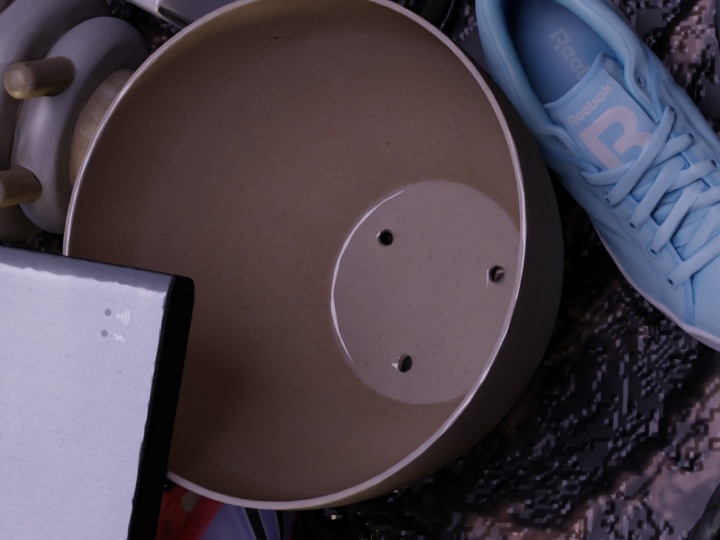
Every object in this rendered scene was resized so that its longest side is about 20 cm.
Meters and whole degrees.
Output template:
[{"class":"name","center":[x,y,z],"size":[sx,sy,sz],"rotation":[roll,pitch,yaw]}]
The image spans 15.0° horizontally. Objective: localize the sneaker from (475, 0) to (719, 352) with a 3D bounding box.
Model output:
[{"class":"sneaker","center":[0.105,-0.043,1.076],"size":[0.074,0.082,0.200],"rotation":[-46,64,14]}]

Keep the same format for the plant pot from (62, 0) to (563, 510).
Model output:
[{"class":"plant pot","center":[0.000,0.000,1.094],"size":[0.200,0.134,0.201],"rotation":[-5,79,26]}]

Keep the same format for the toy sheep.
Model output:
[{"class":"toy sheep","center":[-0.165,-0.077,1.194],"size":[0.199,0.138,0.138],"rotation":[23,92,20]}]

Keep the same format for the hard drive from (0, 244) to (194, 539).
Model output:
[{"class":"hard drive","center":[-0.171,0.055,1.056],"size":[0.199,0.033,0.140],"rotation":[9,91,16]}]

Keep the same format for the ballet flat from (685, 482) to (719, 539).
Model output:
[{"class":"ballet flat","center":[0.126,0.141,1.022],"size":[0.066,0.057,0.201],"rotation":[23,93,29]}]

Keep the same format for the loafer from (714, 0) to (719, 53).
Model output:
[{"class":"loafer","center":[0.195,-0.032,1.035],"size":[0.068,0.070,0.201],"rotation":[-39,66,17]}]

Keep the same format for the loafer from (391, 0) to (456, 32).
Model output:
[{"class":"loafer","center":[0.019,-0.151,1.150],"size":[0.072,0.063,0.200],"rotation":[43,101,27]}]

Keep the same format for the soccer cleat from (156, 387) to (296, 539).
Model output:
[{"class":"soccer cleat","center":[-0.056,0.132,1.111],"size":[0.067,0.076,0.200],"rotation":[-39,19,42]}]

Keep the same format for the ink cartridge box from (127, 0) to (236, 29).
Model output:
[{"class":"ink cartridge box","center":[-0.109,-0.205,1.214],"size":[0.200,0.083,0.147],"rotation":[29,94,29]}]
